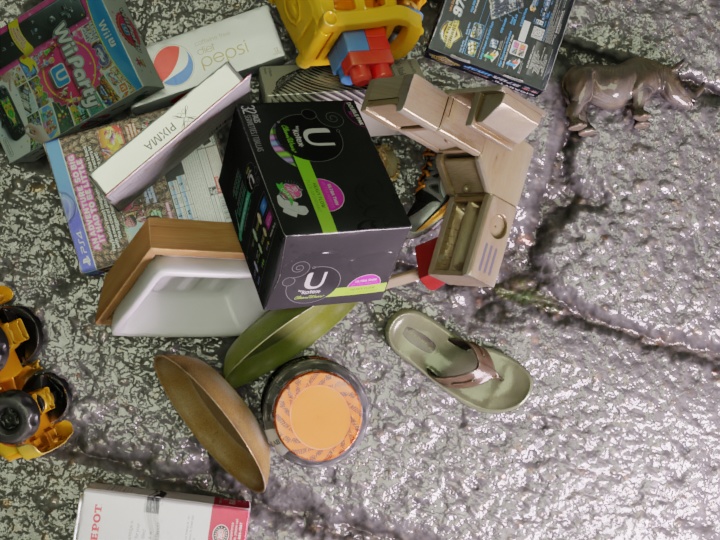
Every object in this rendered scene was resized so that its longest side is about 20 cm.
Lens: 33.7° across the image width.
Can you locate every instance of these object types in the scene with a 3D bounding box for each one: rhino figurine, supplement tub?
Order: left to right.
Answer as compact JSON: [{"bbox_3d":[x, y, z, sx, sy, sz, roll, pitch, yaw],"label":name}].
[{"bbox_3d":[-0.055,0.162,1.381,0.122,0.200,0.124,0,88,-5],"label":"supplement tub"},{"bbox_3d":[0.346,-0.227,1.506,0.198,0.060,0.088,-8,78,-9],"label":"rhino figurine"}]

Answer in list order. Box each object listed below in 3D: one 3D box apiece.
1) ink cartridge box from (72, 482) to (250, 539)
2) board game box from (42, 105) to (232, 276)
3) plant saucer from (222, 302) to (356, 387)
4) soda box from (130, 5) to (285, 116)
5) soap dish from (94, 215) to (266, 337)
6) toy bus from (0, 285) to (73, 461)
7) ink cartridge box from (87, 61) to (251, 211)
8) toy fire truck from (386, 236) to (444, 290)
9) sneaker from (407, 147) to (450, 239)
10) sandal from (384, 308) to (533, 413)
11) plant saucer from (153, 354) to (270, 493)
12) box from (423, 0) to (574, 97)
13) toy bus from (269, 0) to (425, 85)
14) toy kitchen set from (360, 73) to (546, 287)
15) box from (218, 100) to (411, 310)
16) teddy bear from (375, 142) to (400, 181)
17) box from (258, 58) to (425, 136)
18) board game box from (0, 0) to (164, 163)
[{"bbox_3d":[-0.238,0.337,1.413,0.198,0.083,0.146,8,87,-5],"label":"ink cartridge box"},{"bbox_3d":[-0.255,-0.097,1.423,0.199,0.097,0.161,-16,89,-6],"label":"board game box"},{"bbox_3d":[-0.084,0.067,1.386,0.199,0.200,0.031,-34,79,-6],"label":"plant saucer"},{"bbox_3d":[-0.195,-0.255,1.453,0.199,0.064,0.069,-20,90,-6],"label":"soda box"},{"bbox_3d":[-0.188,0.008,1.369,0.199,0.157,0.082,3,56,-37],"label":"soap dish"},{"bbox_3d":[-0.458,0.144,1.385,0.191,0.136,0.201,-25,93,7],"label":"toy bus"},{"bbox_3d":[-0.206,-0.149,1.293,0.200,0.176,0.045,-41,92,-6],"label":"ink cartridge box"},{"bbox_3d":[0.000,0.000,1.444,0.199,0.141,0.049,-25,55,27],"label":"toy fire truck"},{"bbox_3d":[0.105,-0.125,1.474,0.077,0.078,0.200,36,74,-4],"label":"sneaker"},{"bbox_3d":[0.120,0.116,1.471,0.200,0.057,0.080,27,85,-4],"label":"sandal"},{"bbox_3d":[-0.164,0.168,1.378,0.035,0.200,0.201,-39,92,-22],"label":"plant saucer"},{"bbox_3d":[0.186,-0.340,1.502,0.158,0.046,0.201,19,86,-4],"label":"box"},{"bbox_3d":[0.009,-0.304,1.398,0.199,0.136,0.193,-12,73,-27],"label":"toy bus"},{"bbox_3d":[0.108,-0.099,1.311,0.199,0.163,0.182,25,77,-35],"label":"toy kitchen set"},{"bbox_3d":[-0.056,-0.074,1.308,0.148,0.125,0.201,-6,51,-23],"label":"box"},{"bbox_3d":[-0.043,-0.110,1.468,0.199,0.067,0.146,-14,94,-13],"label":"teddy bear"},{"bbox_3d":[-0.022,-0.207,1.444,0.198,0.082,0.069,-6,127,-10],"label":"box"},{"bbox_3d":[-0.351,-0.236,1.399,0.199,0.064,0.148,-26,89,17],"label":"board game box"}]
